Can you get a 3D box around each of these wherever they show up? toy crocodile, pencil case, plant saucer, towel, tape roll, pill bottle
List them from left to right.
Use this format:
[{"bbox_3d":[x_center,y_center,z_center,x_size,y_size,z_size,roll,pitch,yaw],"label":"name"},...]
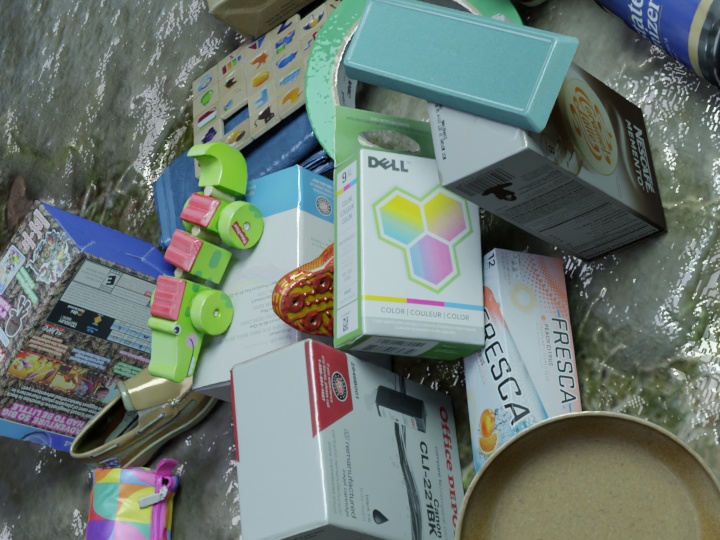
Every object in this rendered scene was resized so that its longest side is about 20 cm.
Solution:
[{"bbox_3d":[-0.212,0.271,1.498,0.088,0.088,0.202,-7,72,38],"label":"pencil case"},{"bbox_3d":[-0.136,-0.006,1.370,0.067,0.062,0.201,17,88,44],"label":"toy crocodile"},{"bbox_3d":[-0.110,-0.096,1.555,0.199,0.048,0.112,-34,46,24],"label":"towel"},{"bbox_3d":[0.052,-0.160,1.405,0.199,0.048,0.202,-5,75,19],"label":"tape roll"},{"bbox_3d":[0.064,-0.153,1.182,0.199,0.019,0.070,22,90,42],"label":"plant saucer"},{"bbox_3d":[0.167,0.196,1.177,0.198,0.035,0.202,1,96,7],"label":"plant saucer"},{"bbox_3d":[0.243,-0.228,1.264,0.112,0.112,0.200,-55,48,11],"label":"pill bottle"}]

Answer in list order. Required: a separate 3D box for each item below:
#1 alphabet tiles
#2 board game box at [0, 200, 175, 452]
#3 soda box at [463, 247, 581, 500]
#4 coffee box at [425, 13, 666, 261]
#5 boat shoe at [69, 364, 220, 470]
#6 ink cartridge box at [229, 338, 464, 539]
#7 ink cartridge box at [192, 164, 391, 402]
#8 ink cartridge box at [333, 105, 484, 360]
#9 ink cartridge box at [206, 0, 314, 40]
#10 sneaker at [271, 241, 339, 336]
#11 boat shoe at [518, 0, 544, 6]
[{"bbox_3d":[-0.079,-0.187,1.549,0.199,0.008,0.168,-33,34,18],"label":"alphabet tiles"},{"bbox_3d":[-0.280,0.060,1.576,0.201,0.159,0.097,-56,48,10],"label":"board game box"},{"bbox_3d":[0.124,0.087,1.274,0.064,0.068,0.201,-39,50,53],"label":"soda box"},{"bbox_3d":[0.140,-0.095,1.245,0.079,0.199,0.115,-24,61,32],"label":"coffee box"},{"bbox_3d":[-0.193,0.120,1.536,0.200,0.076,0.072,-47,50,17],"label":"boat shoe"},{"bbox_3d":[-0.004,0.153,1.284,0.083,0.200,0.145,-21,63,29],"label":"ink cartridge box"},{"bbox_3d":[-0.058,0.035,1.416,0.125,0.128,0.202,-14,66,37],"label":"ink cartridge box"},{"bbox_3d":[0.036,-0.036,1.289,0.059,0.103,0.202,149,124,-61],"label":"ink cartridge box"},{"bbox_3d":[-0.065,-0.343,1.582,0.199,0.075,0.166,-28,58,24],"label":"ink cartridge box"},{"bbox_3d":[0.000,0.000,1.355,0.077,0.199,0.074,26,124,40],"label":"sneaker"},{"bbox_3d":[0.173,-0.319,1.389,0.071,0.062,0.201,40,100,43],"label":"boat shoe"}]
